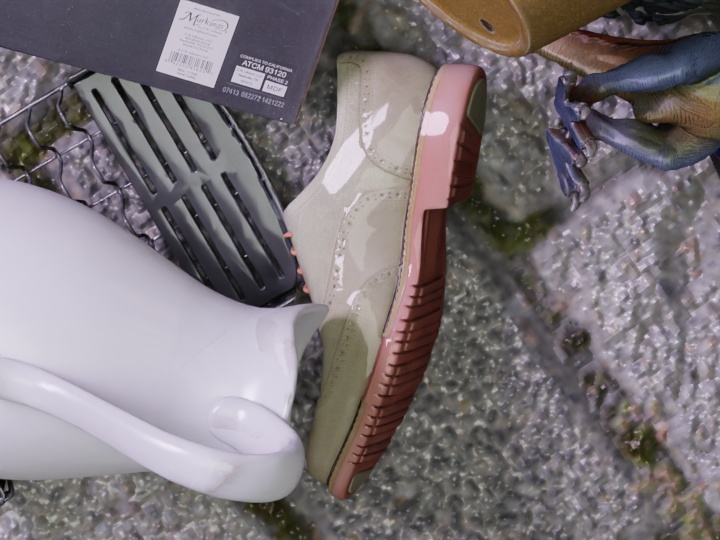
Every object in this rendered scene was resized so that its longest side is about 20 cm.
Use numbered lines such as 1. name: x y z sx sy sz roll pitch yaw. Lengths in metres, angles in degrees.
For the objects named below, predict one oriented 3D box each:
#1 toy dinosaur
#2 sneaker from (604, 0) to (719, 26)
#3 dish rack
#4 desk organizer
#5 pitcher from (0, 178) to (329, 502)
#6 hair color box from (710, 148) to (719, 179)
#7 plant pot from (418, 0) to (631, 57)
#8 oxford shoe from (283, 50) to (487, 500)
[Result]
1. toy dinosaur: 0.168 -0.087 1.122 0.181 0.105 0.200 -19 55 -8
2. sneaker: 0.144 -0.152 1.174 0.199 0.078 0.087 13 81 -5
3. dish rack: -0.134 -0.003 1.195 0.200 0.055 0.154 -30 99 4
4. desk organizer: -0.113 -0.135 1.160 0.199 0.077 0.072 14 118 -11
5. pitcher: -0.117 0.038 1.089 0.199 0.172 0.122 16 101 -6
6. hair color box: 0.267 -0.044 1.186 0.200 0.065 0.110 -24 99 5
7. plant pot: 0.097 -0.186 1.062 0.186 0.186 0.200 43 77 -6
8. oxford shoe: 0.000 0.000 1.196 0.074 0.071 0.201 15 92 12
